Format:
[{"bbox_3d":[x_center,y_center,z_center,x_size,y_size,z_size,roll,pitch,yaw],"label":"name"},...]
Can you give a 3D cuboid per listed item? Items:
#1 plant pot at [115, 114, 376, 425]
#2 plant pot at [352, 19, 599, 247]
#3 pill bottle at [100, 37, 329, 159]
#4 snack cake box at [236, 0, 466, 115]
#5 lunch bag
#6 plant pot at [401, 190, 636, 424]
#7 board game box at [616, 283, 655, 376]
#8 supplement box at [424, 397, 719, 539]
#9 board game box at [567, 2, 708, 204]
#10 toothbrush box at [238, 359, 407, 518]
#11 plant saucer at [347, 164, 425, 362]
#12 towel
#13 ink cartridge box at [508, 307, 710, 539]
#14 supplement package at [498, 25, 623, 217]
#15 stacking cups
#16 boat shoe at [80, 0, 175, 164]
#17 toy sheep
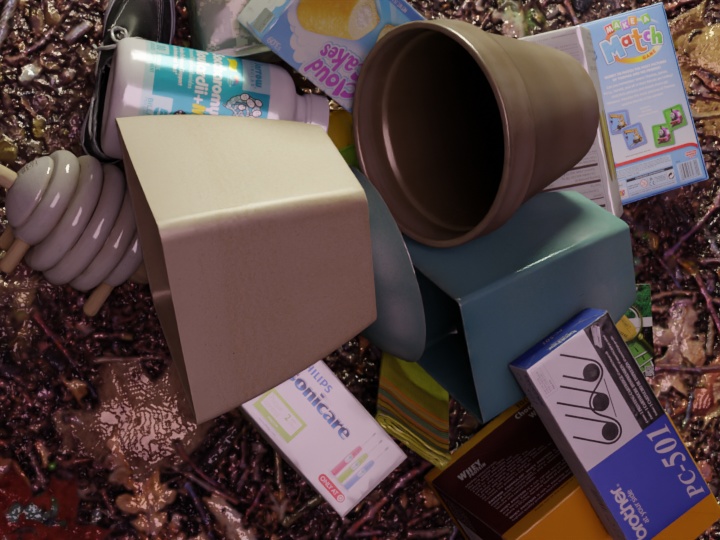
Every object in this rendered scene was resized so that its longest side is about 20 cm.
[{"bbox_3d":[-0.092,-0.023,1.127,0.177,0.200,0.200,-15,126,-12],"label":"plant pot"},{"bbox_3d":[0.120,-0.134,1.202,0.173,0.200,0.200,-15,94,-39],"label":"plant pot"},{"bbox_3d":[-0.133,-0.144,1.211,0.200,0.111,0.111,8,88,-16],"label":"pill bottle"},{"bbox_3d":[-0.003,-0.214,1.233,0.200,0.067,0.115,35,98,-38],"label":"snack cake box"},{"bbox_3d":[-0.073,-0.292,1.291,0.200,0.118,0.164,-9,94,-11],"label":"lunch bag"},{"bbox_3d":[0.151,0.015,1.236,0.200,0.141,0.142,-26,125,-17],"label":"plant pot"},{"bbox_3d":[0.224,0.072,1.423,0.200,0.023,0.105,-5,89,-16],"label":"board game box"},{"bbox_3d":[0.208,0.224,1.315,0.197,0.200,0.133,-37,111,-12],"label":"supplement box"},{"bbox_3d":[0.283,-0.175,1.431,0.151,0.037,0.200,-17,95,-14],"label":"board game box"},{"bbox_3d":[-0.055,0.137,1.252,0.086,0.200,0.146,-42,101,-10],"label":"toothbrush box"},{"bbox_3d":[0.000,0.000,1.253,0.039,0.201,0.201,-21,95,-16],"label":"plant saucer"},{"bbox_3d":[0.055,0.114,1.295,0.086,0.200,0.018,37,113,-14],"label":"towel"},{"bbox_3d":[0.225,0.143,1.180,0.094,0.044,0.200,-34,102,-12],"label":"ink cartridge box"},{"bbox_3d":[0.196,-0.140,1.347,0.109,0.114,0.200,-10,96,16],"label":"supplement package"},{"bbox_3d":[0.011,-0.063,1.315,0.060,0.061,0.200,-21,78,-14],"label":"stacking cups"},{"bbox_3d":[-0.226,-0.202,1.273,0.073,0.068,0.200,21,85,-15],"label":"boat shoe"},{"bbox_3d":[-0.267,-0.044,1.233,0.200,0.138,0.138,30,82,-32],"label":"toy sheep"}]
